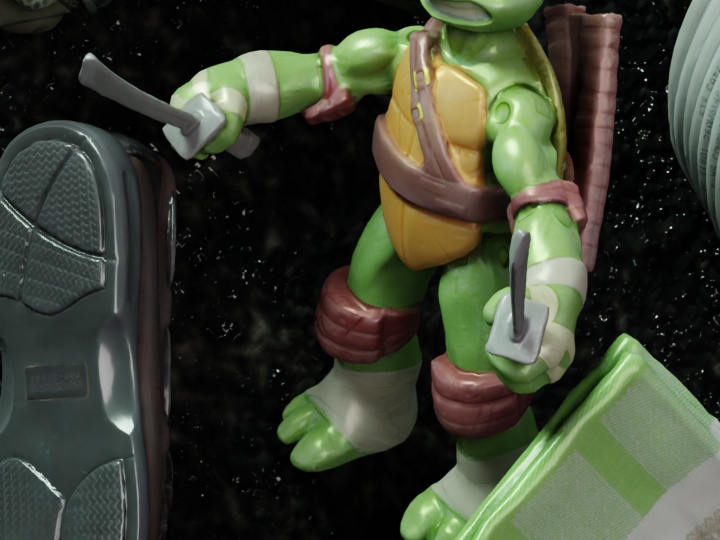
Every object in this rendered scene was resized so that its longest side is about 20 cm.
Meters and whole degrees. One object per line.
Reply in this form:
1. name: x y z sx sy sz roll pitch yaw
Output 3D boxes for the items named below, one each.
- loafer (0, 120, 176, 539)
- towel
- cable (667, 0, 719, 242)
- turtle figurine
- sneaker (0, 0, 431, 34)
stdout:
1. loafer: -0.083 0.054 0.858 0.063 0.072 0.201 2 91 -60
2. towel: 0.100 0.135 0.813 0.200 0.031 0.149 44 79 -26
3. cable: 0.197 -0.072 0.889 0.200 0.069 0.200 -33 142 4
4. turtle figurine: 0.000 0.000 0.816 0.143 0.200 0.195 8 126 11
5. sneaker: -0.061 -0.107 0.860 0.199 0.076 0.115 26 84 -17
